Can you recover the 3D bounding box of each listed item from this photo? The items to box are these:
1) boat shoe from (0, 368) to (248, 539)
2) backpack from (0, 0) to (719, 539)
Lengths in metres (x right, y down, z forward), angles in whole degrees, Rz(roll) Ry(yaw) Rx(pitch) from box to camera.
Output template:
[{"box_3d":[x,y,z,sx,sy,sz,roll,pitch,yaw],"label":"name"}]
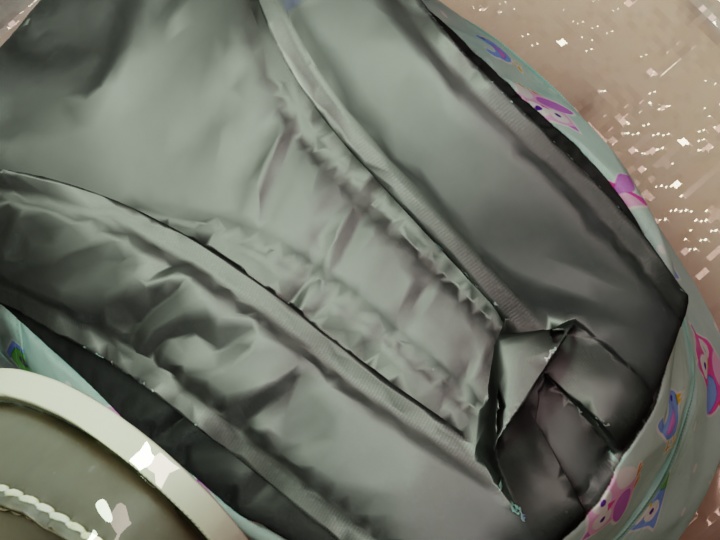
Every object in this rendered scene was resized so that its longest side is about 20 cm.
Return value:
[{"box_3d":[-0.094,0.066,0.680,0.060,0.201,0.072,-47,112,-24],"label":"boat shoe"},{"box_3d":[0.000,0.000,0.717,0.200,0.127,0.167,39,94,23],"label":"backpack"}]
